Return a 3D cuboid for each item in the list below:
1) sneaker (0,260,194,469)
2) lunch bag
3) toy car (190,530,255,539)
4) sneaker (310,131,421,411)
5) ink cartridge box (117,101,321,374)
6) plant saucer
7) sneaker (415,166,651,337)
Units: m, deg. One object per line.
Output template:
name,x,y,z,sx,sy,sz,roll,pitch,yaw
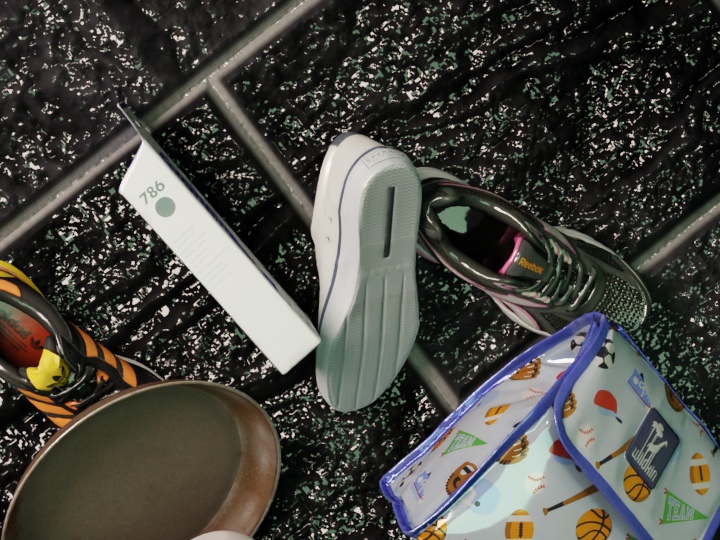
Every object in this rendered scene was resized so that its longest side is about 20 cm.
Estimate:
sneaker,-0.193,0.074,0.947,0.200,0.090,0.070,41,91,-11
lunch bag,0.144,0.150,0.983,0.200,0.124,0.170,-42,107,0
toy car,-0.113,0.274,0.886,0.198,0.150,0.176,-18,101,10
sneaker,0.000,0.000,0.975,0.072,0.071,0.202,-6,122,-27
ink cartridge box,-0.106,-0.023,0.943,0.039,0.099,0.200,-39,99,0
plant saucer,-0.147,0.150,0.951,0.199,0.032,0.202,-19,129,-24
sneaker,0.112,-0.002,0.982,0.199,0.086,0.081,22,94,-10
